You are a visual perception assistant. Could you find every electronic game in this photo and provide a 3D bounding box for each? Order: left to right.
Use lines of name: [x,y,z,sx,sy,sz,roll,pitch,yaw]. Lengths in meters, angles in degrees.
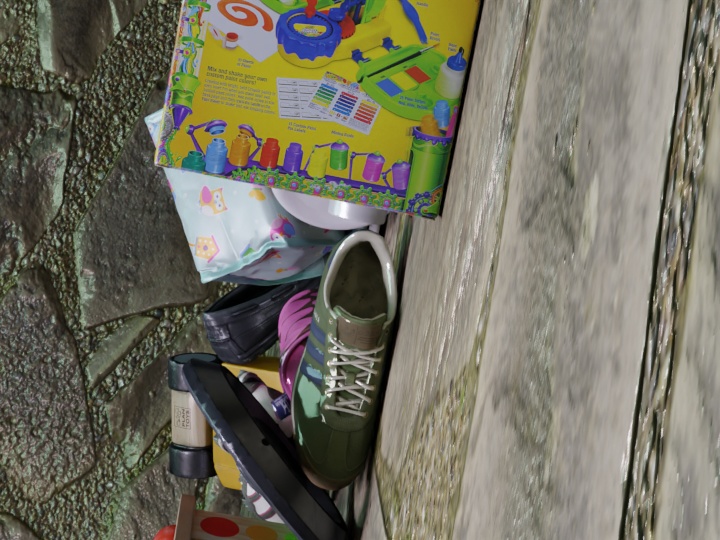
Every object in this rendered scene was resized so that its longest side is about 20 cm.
electronic game: [-0.074,0.150,1.458,0.042,0.200,0.200,-38,6,0]

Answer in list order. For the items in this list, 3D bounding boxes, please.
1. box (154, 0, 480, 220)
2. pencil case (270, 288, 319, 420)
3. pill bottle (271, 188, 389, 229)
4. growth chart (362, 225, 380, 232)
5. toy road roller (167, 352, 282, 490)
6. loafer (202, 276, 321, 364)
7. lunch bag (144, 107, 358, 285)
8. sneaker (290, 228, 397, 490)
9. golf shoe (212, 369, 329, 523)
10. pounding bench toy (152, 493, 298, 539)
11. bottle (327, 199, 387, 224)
box: [-0.028,-0.153,1.307,0.122,0.198,0.194,-108,29,-82]
pencil case: [-0.032,0.075,1.583,0.200,0.090,0.094,-96,-17,-80]
pill bottle: [-0.013,-0.143,1.613,0.116,0.115,0.201,106,173,-48]
growth chart: [0.000,0.000,1.742,0.201,0.018,0.146,107,173,-49]
toy road roller: [-0.094,0.142,1.868,0.145,0.199,0.124,-13,-74,-51]
loafer: [-0.075,0.010,1.828,0.200,0.068,0.071,-42,-59,-28]
lunch bag: [-0.080,-0.079,1.692,0.200,0.121,0.172,1,-112,-61]
sneaker: [-0.011,0.060,1.429,0.090,0.066,0.202,117,162,-69]
golf shoe: [-0.063,0.174,1.631,0.077,0.088,0.201,-53,-40,-22]
pounding bench toy: [-0.101,0.286,1.477,0.200,0.154,0.125,-93,15,-70]
bottle: [0.016,-0.138,1.445,0.065,0.083,0.202,-108,30,-79]
